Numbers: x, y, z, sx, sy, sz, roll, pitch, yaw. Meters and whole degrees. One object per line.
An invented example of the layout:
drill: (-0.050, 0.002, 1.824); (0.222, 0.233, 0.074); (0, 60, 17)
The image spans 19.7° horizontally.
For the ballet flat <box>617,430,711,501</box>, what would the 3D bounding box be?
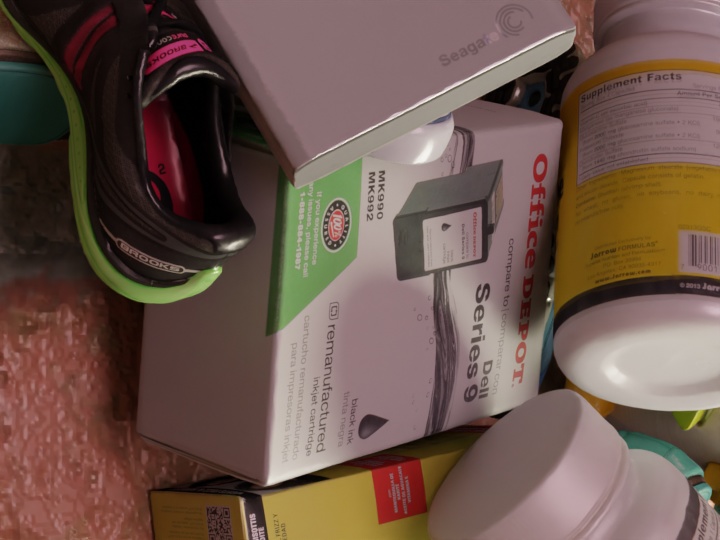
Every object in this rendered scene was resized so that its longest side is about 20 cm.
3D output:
ballet flat: (0.101, 0.165, 1.058); (0.067, 0.070, 0.201); (8, 117, -58)

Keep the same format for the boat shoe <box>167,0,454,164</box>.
boat shoe: (-0.040, -0.114, 0.882); (0.072, 0.200, 0.062); (-21, 139, -57)

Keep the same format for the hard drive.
hard drive: (-0.019, -0.147, 0.852); (0.131, 0.026, 0.200); (-27, 73, -13)

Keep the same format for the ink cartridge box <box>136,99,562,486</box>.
ink cartridge box: (0.000, 0.000, 0.942); (0.200, 0.084, 0.147); (-12, 112, -49)

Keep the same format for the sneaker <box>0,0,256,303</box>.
sneaker: (-0.088, -0.089, 0.824); (0.077, 0.084, 0.201); (-25, 96, -46)

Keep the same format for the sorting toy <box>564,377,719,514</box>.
sorting toy: (0.214, 0.087, 1.069); (0.107, 0.180, 0.200); (-53, 139, -18)

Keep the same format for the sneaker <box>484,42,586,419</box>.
sneaker: (0.103, -0.015, 1.075); (0.090, 0.078, 0.201); (30, 69, -40)

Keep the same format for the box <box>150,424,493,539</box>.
box: (0.003, 0.112, 0.982); (0.199, 0.075, 0.050); (-7, 92, -40)

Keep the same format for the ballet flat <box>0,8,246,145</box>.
ballet flat: (-0.124, -0.088, 0.903); (0.199, 0.067, 0.063); (7, 55, -44)

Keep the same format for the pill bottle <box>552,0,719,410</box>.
pill bottle: (0.150, -0.043, 0.993); (0.112, 0.112, 0.201); (26, 56, -37)

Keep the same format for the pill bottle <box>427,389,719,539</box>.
pill bottle: (0.130, 0.156, 0.956); (0.200, 0.113, 0.113); (46, 59, -15)
